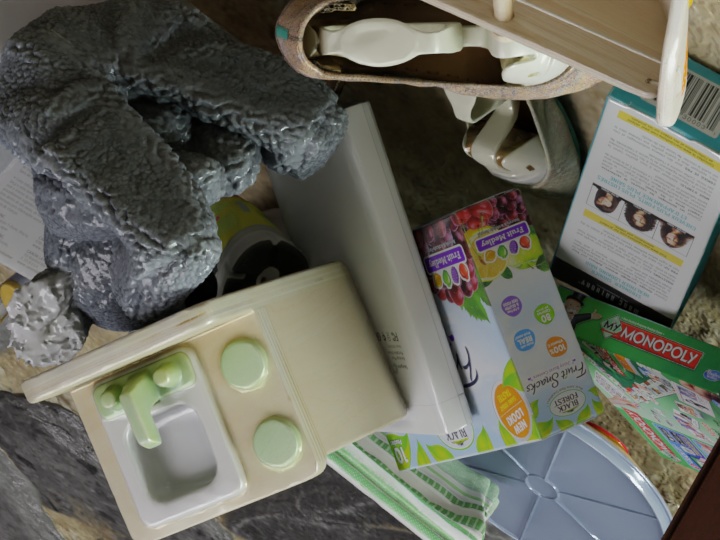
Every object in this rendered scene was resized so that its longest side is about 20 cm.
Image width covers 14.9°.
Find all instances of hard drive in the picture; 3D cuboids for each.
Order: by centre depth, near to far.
[{"bbox_3d":[0.000,0.000,1.657,0.132,0.027,0.201,-3,107,65],"label":"hard drive"}]

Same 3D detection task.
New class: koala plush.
[{"bbox_3d":[-0.133,-0.040,1.588,0.184,0.177,0.200,35,145,14],"label":"koala plush"}]

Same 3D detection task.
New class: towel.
[{"bbox_3d":[0.026,0.126,1.823,0.152,0.023,0.200,37,-170,1],"label":"towel"}]

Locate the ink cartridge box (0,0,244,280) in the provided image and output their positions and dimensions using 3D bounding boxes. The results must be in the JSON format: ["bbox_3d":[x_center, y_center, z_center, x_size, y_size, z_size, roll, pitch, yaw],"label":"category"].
[{"bbox_3d":[-0.147,-0.076,1.688,0.162,0.200,0.050,33,-169,-49],"label":"ink cartridge box"}]

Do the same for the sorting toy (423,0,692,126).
[{"bbox_3d":[0.095,-0.197,1.347,0.200,0.107,0.180,26,144,21],"label":"sorting toy"}]

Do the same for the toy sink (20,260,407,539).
[{"bbox_3d":[-0.079,0.078,1.570,0.130,0.200,0.112,-24,87,22],"label":"toy sink"}]

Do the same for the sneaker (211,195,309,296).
[{"bbox_3d":[-0.082,0.038,1.748,0.090,0.078,0.200,57,141,43],"label":"sneaker"}]

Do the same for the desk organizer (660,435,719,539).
[{"bbox_3d":[0.251,0.108,1.532,0.077,0.200,0.072,3,138,43],"label":"desk organizer"}]

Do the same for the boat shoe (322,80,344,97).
[{"bbox_3d":[0.006,-0.143,1.553,0.075,0.075,0.202,21,156,0],"label":"boat shoe"}]

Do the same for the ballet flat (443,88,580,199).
[{"bbox_3d":[0.075,-0.096,1.558,0.067,0.062,0.200,17,148,33],"label":"ballet flat"}]

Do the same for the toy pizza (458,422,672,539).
[{"bbox_3d":[0.132,0.139,1.900,0.200,0.032,0.200,26,151,16],"label":"toy pizza"}]

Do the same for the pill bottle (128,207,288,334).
[{"bbox_3d":[-0.082,0.036,1.890,0.114,0.114,0.200,41,152,-11],"label":"pill bottle"}]

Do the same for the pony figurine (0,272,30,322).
[{"bbox_3d":[-0.183,-0.048,1.829,0.166,0.200,0.193,31,138,24],"label":"pony figurine"}]

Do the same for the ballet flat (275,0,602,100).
[{"bbox_3d":[0.055,-0.120,1.443,0.199,0.068,0.067,-4,-173,1],"label":"ballet flat"}]

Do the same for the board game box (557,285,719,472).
[{"bbox_3d":[0.204,0.084,1.664,0.134,0.029,0.200,23,166,37],"label":"board game box"}]

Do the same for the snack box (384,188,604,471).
[{"bbox_3d":[0.058,0.040,1.666,0.200,0.053,0.143,-22,90,65],"label":"snack box"}]

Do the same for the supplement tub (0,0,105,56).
[{"bbox_3d":[-0.251,-0.172,1.722,0.200,0.140,0.140,10,143,40],"label":"supplement tub"}]

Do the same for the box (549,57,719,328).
[{"bbox_3d":[0.167,-0.043,1.549,0.082,0.049,0.200,29,152,9],"label":"box"}]
